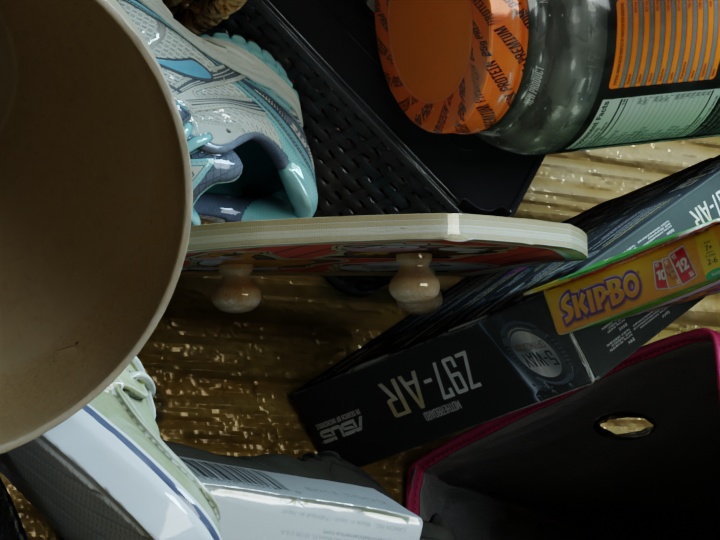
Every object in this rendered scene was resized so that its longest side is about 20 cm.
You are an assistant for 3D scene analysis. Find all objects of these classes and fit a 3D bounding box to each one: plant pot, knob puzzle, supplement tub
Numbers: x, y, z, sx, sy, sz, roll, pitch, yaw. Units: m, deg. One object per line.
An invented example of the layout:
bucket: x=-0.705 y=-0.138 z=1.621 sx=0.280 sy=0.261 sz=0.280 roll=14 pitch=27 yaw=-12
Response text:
plant pot: x=-0.164 y=-0.048 z=0.991 sx=0.200 sy=0.200 sz=0.134 roll=40 pitch=13 yaw=-22
knob puzzle: x=0.000 y=0.000 z=1.139 sx=0.220 sy=0.220 sz=0.030 roll=3 pitch=84 yaw=-43
supplement tub: x=0.115 y=-0.115 z=1.239 sx=0.200 sy=0.123 sz=0.123 roll=-6 pitch=74 yaw=-29

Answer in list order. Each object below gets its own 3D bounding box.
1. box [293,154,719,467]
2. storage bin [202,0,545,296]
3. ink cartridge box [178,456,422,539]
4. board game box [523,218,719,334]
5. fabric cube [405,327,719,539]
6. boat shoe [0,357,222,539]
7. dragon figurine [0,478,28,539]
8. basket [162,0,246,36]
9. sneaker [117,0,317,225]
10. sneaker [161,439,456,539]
box: x=0.088 y=0.014 z=1.273 sx=0.200 sy=0.160 sz=0.044 roll=-33 pitch=97 yaw=-48
storage bin: x=-0.010 y=-0.105 z=1.289 sx=0.200 sy=0.094 sz=0.135 roll=45 pitch=45 yaw=-16
ink cartridge box: x=-0.055 y=0.177 z=1.100 sx=0.109 sy=0.050 sz=0.200 roll=11 pitch=96 yaw=-26
board game box: x=0.162 y=-0.010 z=1.168 sx=0.200 sy=0.096 sz=0.030 roll=-9 pitch=80 yaw=-46
fabric cube: x=0.156 y=0.168 z=1.234 sx=0.199 sy=0.196 sz=0.200 roll=22 pitch=56 yaw=-34
boat shoe: x=-0.109 y=0.048 z=1.051 sx=0.062 sy=0.200 sz=0.072 roll=-37 pitch=138 yaw=-21
dragon figurine: x=-0.116 y=0.148 z=1.029 sx=0.059 sy=0.099 sz=0.200 roll=-7 pitch=107 yaw=-42
basket: x=-0.118 y=-0.156 z=1.132 sx=0.143 sy=0.200 sz=0.149 roll=-25 pitch=89 yaw=-48
sneaker: x=-0.086 y=-0.065 z=1.139 sx=0.200 sy=0.078 sz=0.086 roll=17 pitch=37 yaw=-45
sneaker: x=-0.036 y=0.111 z=1.182 sx=0.200 sy=0.076 sz=0.091 roll=29 pitch=34 yaw=-28
